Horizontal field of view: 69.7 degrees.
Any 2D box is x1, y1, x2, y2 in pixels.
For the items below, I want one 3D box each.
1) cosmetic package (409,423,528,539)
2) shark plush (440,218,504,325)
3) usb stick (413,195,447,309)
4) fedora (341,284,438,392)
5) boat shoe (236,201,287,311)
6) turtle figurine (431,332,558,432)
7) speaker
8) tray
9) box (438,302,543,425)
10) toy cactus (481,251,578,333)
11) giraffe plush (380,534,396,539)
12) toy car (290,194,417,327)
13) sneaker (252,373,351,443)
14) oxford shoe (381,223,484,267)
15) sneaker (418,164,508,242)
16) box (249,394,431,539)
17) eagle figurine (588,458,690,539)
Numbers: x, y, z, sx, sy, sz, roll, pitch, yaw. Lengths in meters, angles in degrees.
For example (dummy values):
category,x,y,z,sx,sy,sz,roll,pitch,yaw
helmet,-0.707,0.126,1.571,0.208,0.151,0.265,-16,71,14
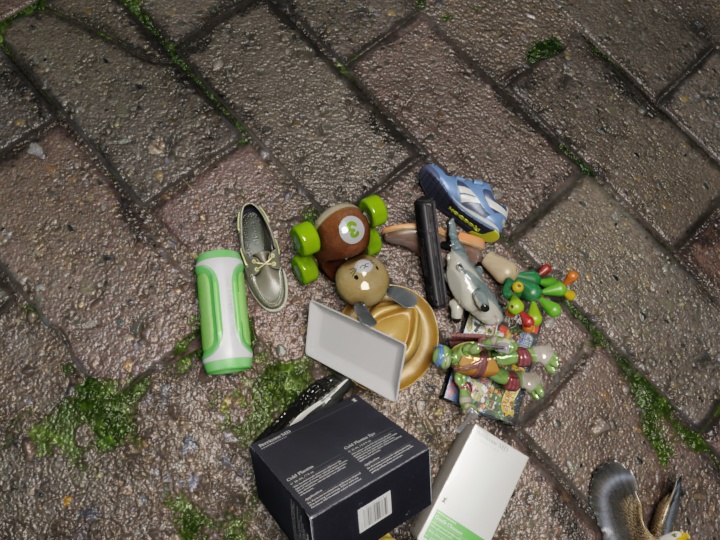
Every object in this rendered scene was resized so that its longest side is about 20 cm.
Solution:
category,x,y,z,sx,sy,sz,roll,pitch,yaw
cosmetic package,0.176,0.366,0.846,0.107,0.085,0.201,30,74,5
shark plush,0.189,0.008,0.929,0.083,0.091,0.201,-14,67,-32
usb stick,0.125,-0.031,0.915,0.032,0.055,0.201,-13,105,-14
fedora,0.051,0.112,0.903,0.199,0.082,0.202,2,74,-7
boat shoe,-0.179,-0.026,0.927,0.072,0.060,0.203,-15,77,-10
turtle figurine,0.220,0.176,0.826,0.193,0.200,0.145,5,89,-13
speaker,-0.233,0.071,0.881,0.088,0.088,0.201,-7,75,-8
tray,-0.009,0.127,0.855,0.199,0.022,0.108,22,113,33
box,0.238,0.159,0.935,0.136,0.038,0.201,21,73,0
toy cactus,0.294,0.021,0.932,0.165,0.103,0.200,41,45,23
giraffe plush,-0.007,0.471,0.779,0.200,0.172,0.163,37,82,-31
toy car,0.000,0.000,0.869,0.164,0.158,0.200,-24,60,-22
sneaker,-0.082,0.261,0.865,0.200,0.076,0.088,-40,106,-19
oxford shoe,0.134,-0.040,0.964,0.199,0.071,0.073,10,78,-4
sneaker,0.200,-0.143,1.001,0.200,0.074,0.082,40,72,-2
box,-0.029,0.297,0.753,0.199,0.182,0.105,-17,114,-31
eagle figurine,0.479,0.438,0.856,0.152,0.150,0.201,47,33,-32
